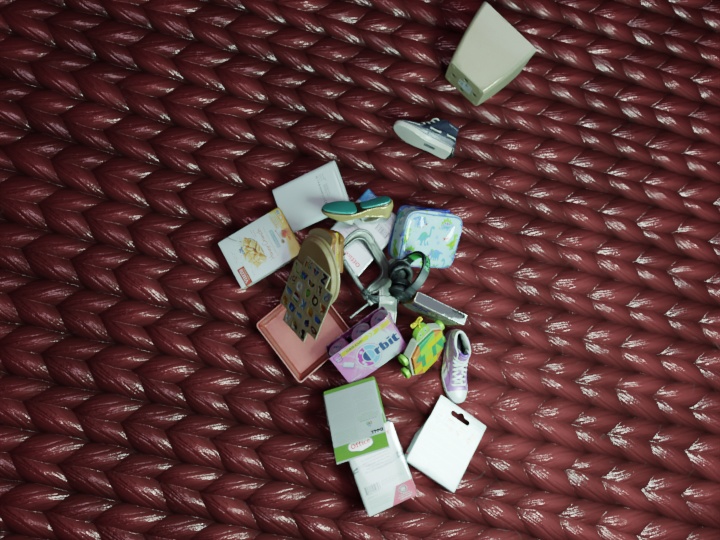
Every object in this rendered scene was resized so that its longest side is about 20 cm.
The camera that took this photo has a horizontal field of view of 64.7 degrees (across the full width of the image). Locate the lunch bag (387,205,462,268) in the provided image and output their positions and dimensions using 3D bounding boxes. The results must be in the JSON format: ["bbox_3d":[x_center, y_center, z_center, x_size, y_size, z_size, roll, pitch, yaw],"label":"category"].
[{"bbox_3d":[0.180,-0.094,1.567,0.196,0.082,0.165,2,109,-29],"label":"lunch bag"}]

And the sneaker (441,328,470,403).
[{"bbox_3d":[0.266,0.264,1.558,0.071,0.114,0.206,-4,84,-8],"label":"sneaker"}]

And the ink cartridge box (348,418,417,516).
[{"bbox_3d":[0.048,0.518,1.512,0.144,0.083,0.204,-20,85,-9],"label":"ink cartridge box"}]

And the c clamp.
[{"bbox_3d":[0.000,0.000,1.523,0.169,0.027,0.203,-31,103,-14],"label":"c clamp"}]

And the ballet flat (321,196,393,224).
[{"bbox_3d":[-0.007,-0.152,1.525,0.195,0.064,0.069,-7,38,-5],"label":"ballet flat"}]

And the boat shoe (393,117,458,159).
[{"bbox_3d":[0.197,-0.412,1.672,0.197,0.075,0.094,26,73,-10],"label":"boat shoe"}]

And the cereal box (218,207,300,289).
[{"bbox_3d":[-0.273,-0.061,1.565,0.197,0.040,0.146,-31,86,-1],"label":"cereal box"}]

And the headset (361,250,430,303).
[{"bbox_3d":[0.094,0.023,1.474,0.093,0.200,0.125,32,35,-24],"label":"headset"}]

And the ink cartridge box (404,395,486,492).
[{"bbox_3d":[0.232,0.475,1.565,0.161,0.050,0.202,33,71,-1],"label":"ink cartridge box"}]

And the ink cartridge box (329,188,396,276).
[{"bbox_3d":[0.003,-0.100,1.593,0.144,0.084,0.200,43,79,1],"label":"ink cartridge box"}]

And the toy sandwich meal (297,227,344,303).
[{"bbox_3d":[-0.096,-0.012,1.493,0.069,0.204,0.210,-15,83,-36],"label":"toy sandwich meal"}]

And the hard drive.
[{"bbox_3d":[-0.137,-0.202,1.583,0.196,0.027,0.135,-23,84,13],"label":"hard drive"}]

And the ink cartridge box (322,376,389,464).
[{"bbox_3d":[-0.007,0.396,1.465,0.145,0.076,0.203,-17,49,2],"label":"ink cartridge box"}]

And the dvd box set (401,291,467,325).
[{"bbox_3d":[0.193,0.106,1.527,0.144,0.200,0.030,26,82,-2],"label":"dvd box set"}]

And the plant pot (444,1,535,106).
[{"bbox_3d":[0.357,-0.609,1.660,0.200,0.200,0.177,43,91,1],"label":"plant pot"}]

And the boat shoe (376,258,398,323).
[{"bbox_3d":[0.081,0.069,1.590,0.073,0.062,0.205,5,84,-8],"label":"boat shoe"}]

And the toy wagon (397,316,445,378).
[{"bbox_3d":[0.166,0.200,1.518,0.155,0.202,0.039,-41,55,-19],"label":"toy wagon"}]

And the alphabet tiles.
[{"bbox_3d":[-0.142,0.075,1.476,0.166,0.006,0.203,40,117,34],"label":"alphabet tiles"}]

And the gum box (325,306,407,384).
[{"bbox_3d":[0.020,0.200,1.517,0.198,0.066,0.114,-35,117,4],"label":"gum box"}]

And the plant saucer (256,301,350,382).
[{"bbox_3d":[-0.151,0.165,1.562,0.199,0.037,0.201,-39,87,-10],"label":"plant saucer"}]
